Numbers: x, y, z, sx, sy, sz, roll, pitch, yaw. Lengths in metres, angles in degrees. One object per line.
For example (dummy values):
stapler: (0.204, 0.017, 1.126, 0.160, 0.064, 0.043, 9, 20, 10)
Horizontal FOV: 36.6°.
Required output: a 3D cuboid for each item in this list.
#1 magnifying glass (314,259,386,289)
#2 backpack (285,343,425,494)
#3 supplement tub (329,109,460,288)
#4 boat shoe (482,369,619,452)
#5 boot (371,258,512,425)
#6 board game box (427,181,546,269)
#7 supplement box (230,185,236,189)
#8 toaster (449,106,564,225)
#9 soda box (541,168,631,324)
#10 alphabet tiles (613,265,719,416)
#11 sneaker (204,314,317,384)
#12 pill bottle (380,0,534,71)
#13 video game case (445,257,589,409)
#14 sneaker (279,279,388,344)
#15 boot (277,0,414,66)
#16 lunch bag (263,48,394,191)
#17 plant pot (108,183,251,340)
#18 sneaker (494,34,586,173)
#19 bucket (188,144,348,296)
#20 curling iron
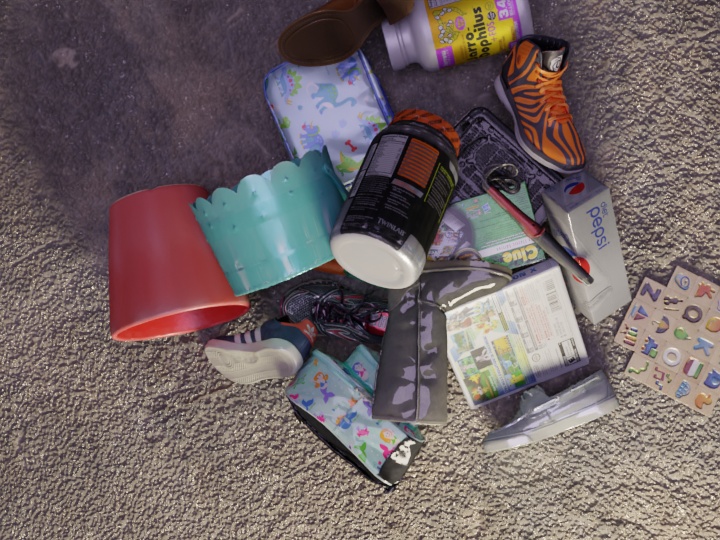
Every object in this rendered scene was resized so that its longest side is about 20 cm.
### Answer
magnifying glass: (0.000, 0.000, 1.528, 0.196, 0.080, 0.023, 9, 69, 15)
backpack: (-0.001, 0.186, 1.475, 0.198, 0.178, 0.152, 33, 87, 9)
supplement tub: (0.048, -0.091, 1.343, 0.121, 0.123, 0.202, 22, 64, 5)
boat shoe: (0.256, 0.193, 1.508, 0.198, 0.070, 0.073, -21, 79, 2)
boot: (0.101, 0.091, 1.360, 0.178, 0.073, 0.204, -3, 75, 19)
board game box: (0.133, -0.038, 1.413, 0.196, 0.023, 0.107, -15, 89, 6)
supplement box: (-0.088, -0.069, 1.532, 0.196, 0.067, 0.070, 10, 93, 6)
toaster: (0.159, -0.105, 1.478, 0.199, 0.119, 0.181, 41, 94, 3)
soda box: (0.300, -0.029, 1.433, 0.068, 0.064, 0.202, -29, 128, -10)
alphabet tiles: (0.462, 0.098, 1.509, 0.198, 0.006, 0.169, 26, 94, 5)
sneaker: (-0.136, 0.104, 1.522, 0.198, 0.085, 0.076, -3, 127, 44)
pill bottle: (0.131, -0.334, 1.483, 0.196, 0.104, 0.106, -15, 90, 7)
video game case: (0.203, 0.089, 1.467, 0.180, 0.022, 0.201, -22, 131, 6)
sneaker: (-0.017, 0.059, 1.524, 0.196, 0.075, 0.082, 7, 93, 7)
boot: (-0.027, -0.357, 1.473, 0.198, 0.156, 0.077, -30, 121, 6)
lunch bag: (-0.033, -0.209, 1.514, 0.159, 0.082, 0.203, -24, 89, 7)
plant pot: (-0.261, -0.013, 1.501, 0.197, 0.200, 0.181, -14, 80, 6)
sneaker: (0.241, -0.226, 1.403, 0.076, 0.113, 0.202, -10, 54, -27)
bucket: (-0.107, -0.063, 1.404, 0.204, 0.207, 0.137, -21, 96, 6)
curling iron: (0.227, -0.058, 1.379, 0.049, 0.026, 0.201, -40, 89, 9)
